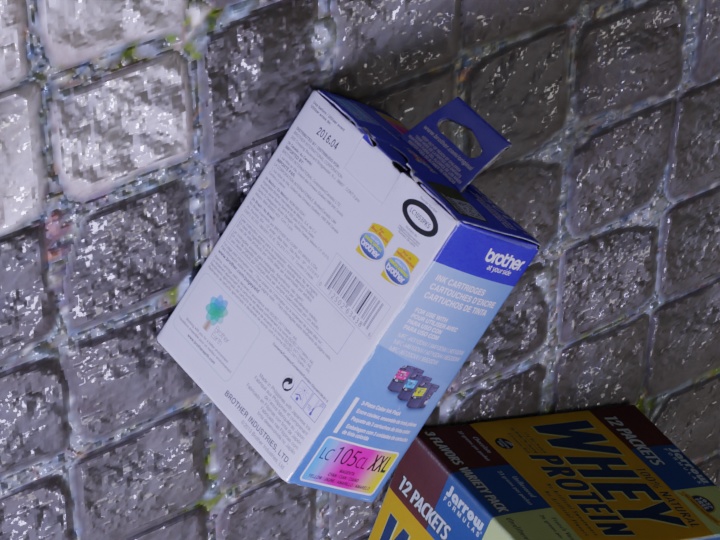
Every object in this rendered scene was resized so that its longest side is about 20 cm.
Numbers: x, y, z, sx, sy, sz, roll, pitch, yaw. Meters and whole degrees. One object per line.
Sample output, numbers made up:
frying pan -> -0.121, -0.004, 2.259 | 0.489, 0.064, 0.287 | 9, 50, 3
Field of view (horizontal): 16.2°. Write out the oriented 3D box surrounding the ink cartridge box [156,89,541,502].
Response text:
ink cartridge box -> 0.000, 0.000, 1.331 | 0.076, 0.136, 0.200 | 14, 113, -48

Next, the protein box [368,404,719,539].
protein box -> 0.111, 0.211, 1.606 | 0.198, 0.135, 0.200 | -3, 125, -39
